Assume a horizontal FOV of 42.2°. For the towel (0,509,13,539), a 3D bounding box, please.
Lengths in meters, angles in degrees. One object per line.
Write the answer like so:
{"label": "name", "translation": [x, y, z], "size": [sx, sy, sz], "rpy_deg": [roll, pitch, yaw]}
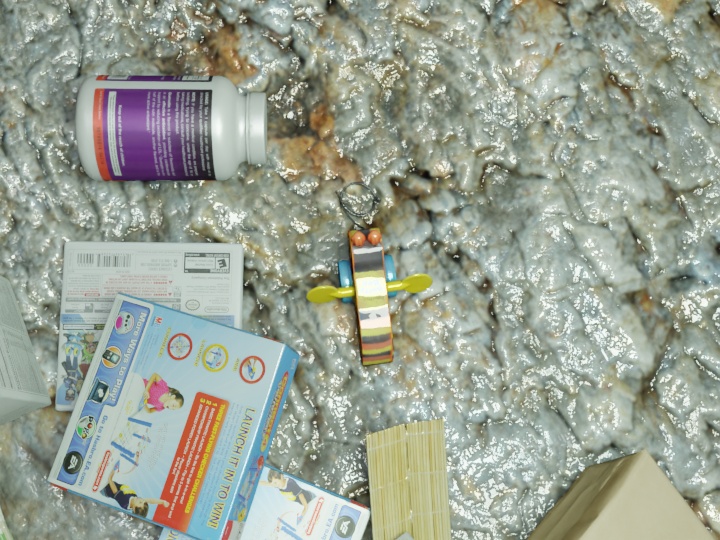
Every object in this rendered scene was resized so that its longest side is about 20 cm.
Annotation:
{"label": "towel", "translation": [-0.425, 0.282, 0.940], "size": [0.150, 0.023, 0.203], "rpy_deg": [-21, 101, -7]}

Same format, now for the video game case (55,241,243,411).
{"label": "video game case", "translation": [-0.228, 0.061, 1.021], "size": [0.196, 0.022, 0.186], "rpy_deg": [1, 80, -4]}

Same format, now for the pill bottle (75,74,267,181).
{"label": "pill bottle", "translation": [-0.201, -0.154, 1.015], "size": [0.196, 0.113, 0.115], "rpy_deg": [0, 80, -3]}

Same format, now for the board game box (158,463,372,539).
{"label": "board game box", "translation": [-0.113, 0.304, 0.966], "size": [0.193, 0.056, 0.203], "rpy_deg": [23, 79, 1]}

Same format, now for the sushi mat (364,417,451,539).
{"label": "sushi mat", "translation": [0.053, 0.258, 0.971], "size": [0.094, 0.012, 0.204], "rpy_deg": [-5, 94, -24]}

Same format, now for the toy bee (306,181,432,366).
{"label": "toy bee", "translation": [0.000, 0.000, 1.002], "size": [0.130, 0.109, 0.202], "rpy_deg": [-28, 82, -6]}

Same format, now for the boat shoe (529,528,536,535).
{"label": "boat shoe", "translation": [0.213, 0.370, 0.969], "size": [0.056, 0.067, 0.204], "rpy_deg": [-2, 76, 1]}

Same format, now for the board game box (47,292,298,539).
{"label": "board game box", "translation": [-0.185, 0.147, 0.934], "size": [0.193, 0.056, 0.203], "rpy_deg": [15, 78, 16]}

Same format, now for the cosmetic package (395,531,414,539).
{"label": "cosmetic package", "translation": [0.066, 0.378, 0.928], "size": [0.101, 0.071, 0.202], "rpy_deg": [-34, 101, -9]}

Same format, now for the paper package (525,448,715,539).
{"label": "paper package", "translation": [0.266, 0.316, 0.924], "size": [0.190, 0.103, 0.201], "rpy_deg": [-39, 91, -30]}

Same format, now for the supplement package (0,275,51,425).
{"label": "supplement package", "translation": [-0.421, 0.086, 0.913], "size": [0.150, 0.200, 0.153], "rpy_deg": [-22, 82, -7]}
